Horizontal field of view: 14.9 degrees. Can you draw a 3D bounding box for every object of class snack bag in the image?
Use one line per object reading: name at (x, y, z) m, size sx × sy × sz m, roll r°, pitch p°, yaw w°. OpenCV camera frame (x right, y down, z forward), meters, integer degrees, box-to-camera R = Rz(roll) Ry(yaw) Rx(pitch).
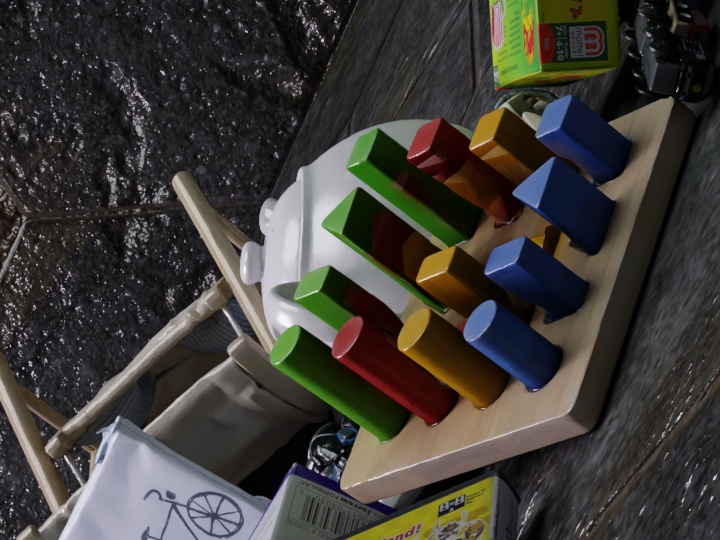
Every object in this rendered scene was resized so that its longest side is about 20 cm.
snack bag at (-0.091, 0.188, 1.652) m, size 0.021 × 0.199 × 0.189 m, roll -61°, pitch 0°, yaw -45°

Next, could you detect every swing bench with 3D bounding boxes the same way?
swing bench at (-0.123, 0.085, 1.773) m, size 0.199 × 0.130 × 0.200 m, roll -41°, pitch 37°, yaw 15°

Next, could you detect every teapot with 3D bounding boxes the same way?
teapot at (0.000, 0.000, 1.666) m, size 0.200 × 0.145 × 0.198 m, roll 103°, pitch 168°, yaw -60°

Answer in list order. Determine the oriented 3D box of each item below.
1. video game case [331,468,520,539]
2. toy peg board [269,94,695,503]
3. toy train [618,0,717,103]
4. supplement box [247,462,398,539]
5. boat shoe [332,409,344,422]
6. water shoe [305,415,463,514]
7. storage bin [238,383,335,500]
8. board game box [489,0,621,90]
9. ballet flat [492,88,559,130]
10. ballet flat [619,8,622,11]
video game case at (-0.016, 0.195, 1.337) m, size 0.199 × 0.026 × 0.181 m, roll -25°, pitch 28°, yaw 21°
toy peg board at (0.053, -0.003, 1.444) m, size 0.199 × 0.098 × 0.201 m, roll -24°, pitch 39°, yaw 51°
toy train at (0.167, -0.131, 1.489) m, size 0.200 × 0.046 × 0.034 m, roll -87°, pitch 10°, yaw -69°
supplement box at (-0.029, 0.219, 1.494) m, size 0.104 × 0.101 × 0.200 m, roll -60°, pitch 8°, yaw 35°
boat shoe at (0.031, 0.026, 1.899) m, size 0.060 × 0.075 × 0.201 m, roll 30°, pitch -107°, yaw -59°
water shoe at (-0.001, 0.125, 1.630) m, size 0.071 × 0.079 × 0.200 m, roll -37°, pitch -6°, yaw -27°
storage bin at (-0.087, 0.139, 1.903) m, size 0.134 × 0.146 × 0.201 m, roll -2°, pitch 56°, yaw 36°
board game box at (0.110, -0.162, 1.607) m, size 0.200 × 0.047 × 0.102 m, roll -168°, pitch 74°, yaw -86°
ballet flat at (0.103, -0.065, 1.609) m, size 0.075 × 0.074 × 0.200 m, roll -63°, pitch 8°, yaw 10°
ballet flat at (0.164, -0.195, 1.614) m, size 0.065 × 0.070 × 0.200 m, roll -51°, pitch -2°, yaw -31°
